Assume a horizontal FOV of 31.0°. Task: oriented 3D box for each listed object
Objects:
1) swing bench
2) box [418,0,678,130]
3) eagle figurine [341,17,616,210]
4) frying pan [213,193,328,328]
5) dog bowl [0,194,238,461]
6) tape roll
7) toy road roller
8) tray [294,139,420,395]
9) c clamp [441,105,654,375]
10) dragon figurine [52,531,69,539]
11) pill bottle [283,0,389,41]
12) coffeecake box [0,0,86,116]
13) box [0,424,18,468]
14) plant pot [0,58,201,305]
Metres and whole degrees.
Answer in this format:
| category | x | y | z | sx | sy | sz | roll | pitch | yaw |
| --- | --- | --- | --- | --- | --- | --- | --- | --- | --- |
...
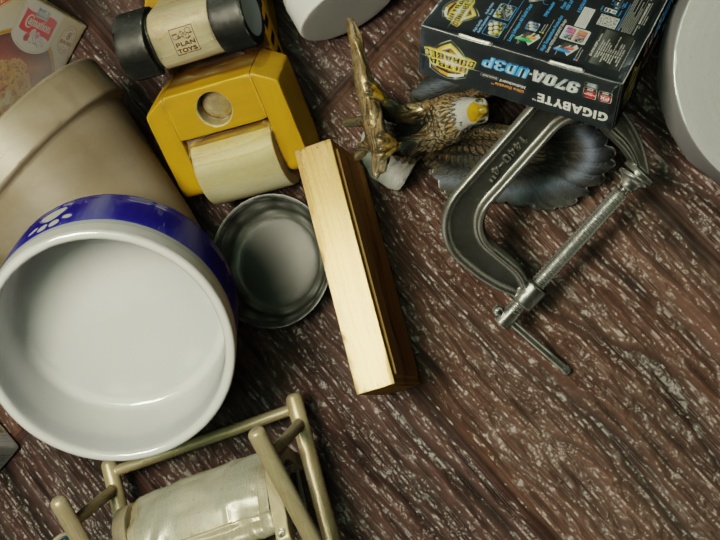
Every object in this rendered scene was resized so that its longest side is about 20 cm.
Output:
| category | x | y | z | sx | sy | sz | roll | pitch | yaw |
| --- | --- | --- | --- | --- | --- | --- | --- | --- | --- |
| swing bench | -0.116 | 0.236 | 1.069 | 0.197 | 0.130 | 0.202 | -20 | 93 | 13 |
| box | 0.154 | -0.203 | 1.004 | 0.157 | 0.046 | 0.201 | 19 | 48 | 16 |
| eagle figurine | 0.093 | -0.126 | 1.055 | 0.197 | 0.151 | 0.153 | -9 | 126 | -16 |
| frying pan | -0.097 | 0.023 | 1.133 | 0.115 | 0.031 | 0.191 | 38 | 100 | 16 |
| dog bowl | -0.195 | 0.045 | 1.026 | 0.197 | 0.079 | 0.203 | -1 | 115 | -2 |
| tape roll | 0.326 | -0.152 | 0.973 | 0.197 | 0.066 | 0.203 | 0 | 95 | 2 |
| toy road roller | -0.114 | -0.175 | 1.124 | 0.121 | 0.147 | 0.202 | -13 | 118 | 17 |
| tray | 0.000 | 0.000 | 1.070 | 0.037 | 0.099 | 0.203 | -16 | 81 | 13 |
| c clamp | 0.155 | -0.040 | 1.021 | 0.170 | 0.027 | 0.201 | 32 | 105 | -15 |
| dragon figurine | -0.310 | 0.309 | 1.159 | 0.198 | 0.059 | 0.100 | -30 | 78 | 13 |
| pill bottle | -0.054 | -0.305 | 1.105 | 0.113 | 0.114 | 0.202 | -30 | 78 | 12 |
| coffeecake box | -0.352 | -0.166 | 1.162 | 0.073 | 0.153 | 0.202 | 30 | 94 | 16 |
| box | -0.430 | 0.126 | 1.183 | 0.101 | 0.112 | 0.200 | -47 | 73 | 8 |
| plant pot | -0.235 | -0.050 | 1.112 | 0.173 | 0.200 | 0.200 | 43 | 98 | 0 |
